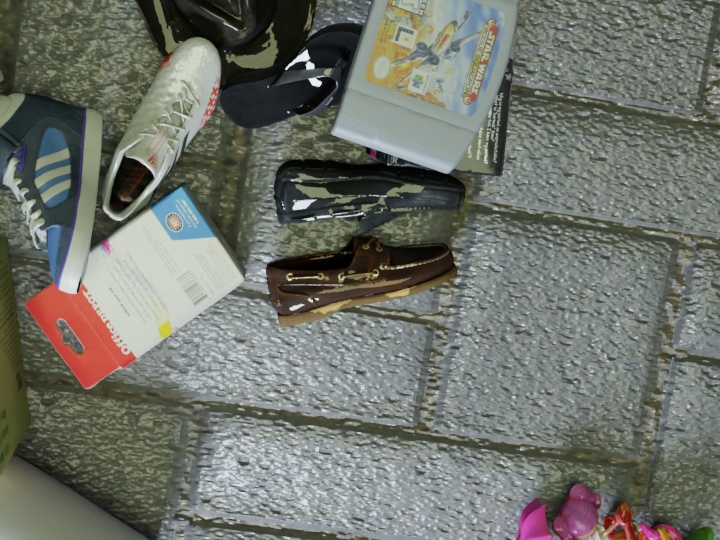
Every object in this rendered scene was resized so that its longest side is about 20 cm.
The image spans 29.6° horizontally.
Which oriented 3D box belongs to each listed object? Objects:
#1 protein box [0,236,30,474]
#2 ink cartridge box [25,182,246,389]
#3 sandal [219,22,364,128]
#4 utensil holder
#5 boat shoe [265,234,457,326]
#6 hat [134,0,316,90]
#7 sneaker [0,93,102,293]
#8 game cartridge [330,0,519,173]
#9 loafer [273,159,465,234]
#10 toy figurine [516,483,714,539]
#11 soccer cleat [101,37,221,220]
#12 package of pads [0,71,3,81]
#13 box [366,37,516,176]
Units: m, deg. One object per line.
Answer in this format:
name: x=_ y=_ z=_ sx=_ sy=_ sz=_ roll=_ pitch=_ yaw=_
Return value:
protein box: x=-0.413 y=0.087 z=1.319 sx=0.133 sy=0.199 sz=0.204 roll=-6 pitch=100 yaw=-4
ink cartridge box: x=-0.228 y=0.015 z=1.390 sx=0.199 sy=0.067 sz=0.117 roll=-35 pitch=100 yaw=1
sandal: x=-0.056 y=-0.178 z=1.333 sx=0.198 sy=0.043 sz=0.076 roll=-21 pitch=125 yaw=36
utensil holder: x=-0.319 y=0.304 z=1.381 sx=0.199 sy=0.170 sz=0.171 roll=35 pitch=95 yaw=-6
boat shoe: x=0.000 y=0.000 z=1.405 sx=0.197 sy=0.070 sz=0.071 roll=-15 pitch=104 yaw=-2
hat: x=-0.134 y=-0.280 z=1.344 sx=0.197 sy=0.081 sz=0.204 roll=-1 pitch=99 yaw=-6
sneaker: x=-0.329 y=-0.078 z=1.317 sx=0.144 sy=0.081 sz=0.203 roll=7 pitch=66 yaw=-13
game cartridge: x=0.065 y=-0.196 z=1.196 sx=0.131 sy=0.042 sz=0.203 roll=17 pitch=95 yaw=-3
loafer: x=0.009 y=-0.073 z=1.400 sx=0.197 sy=0.068 sz=0.072 roll=2 pitch=107 yaw=0
toy figurine: x=0.256 y=0.304 z=1.461 sx=0.183 sy=0.150 sz=0.201 roll=38 pitch=72 yaw=0
soccer cleat: x=-0.198 y=-0.136 z=1.345 sx=0.068 sy=0.085 sz=0.201 roll=31 pitch=107 yaw=-10
package of pads: x=-0.459 y=-0.217 z=1.314 sx=0.154 sy=0.068 sz=0.201 roll=-40 pitch=86 yaw=3
box: x=0.076 y=-0.168 z=1.319 sx=0.113 sy=0.200 sz=0.134 roll=5 pitch=98 yaw=-7
